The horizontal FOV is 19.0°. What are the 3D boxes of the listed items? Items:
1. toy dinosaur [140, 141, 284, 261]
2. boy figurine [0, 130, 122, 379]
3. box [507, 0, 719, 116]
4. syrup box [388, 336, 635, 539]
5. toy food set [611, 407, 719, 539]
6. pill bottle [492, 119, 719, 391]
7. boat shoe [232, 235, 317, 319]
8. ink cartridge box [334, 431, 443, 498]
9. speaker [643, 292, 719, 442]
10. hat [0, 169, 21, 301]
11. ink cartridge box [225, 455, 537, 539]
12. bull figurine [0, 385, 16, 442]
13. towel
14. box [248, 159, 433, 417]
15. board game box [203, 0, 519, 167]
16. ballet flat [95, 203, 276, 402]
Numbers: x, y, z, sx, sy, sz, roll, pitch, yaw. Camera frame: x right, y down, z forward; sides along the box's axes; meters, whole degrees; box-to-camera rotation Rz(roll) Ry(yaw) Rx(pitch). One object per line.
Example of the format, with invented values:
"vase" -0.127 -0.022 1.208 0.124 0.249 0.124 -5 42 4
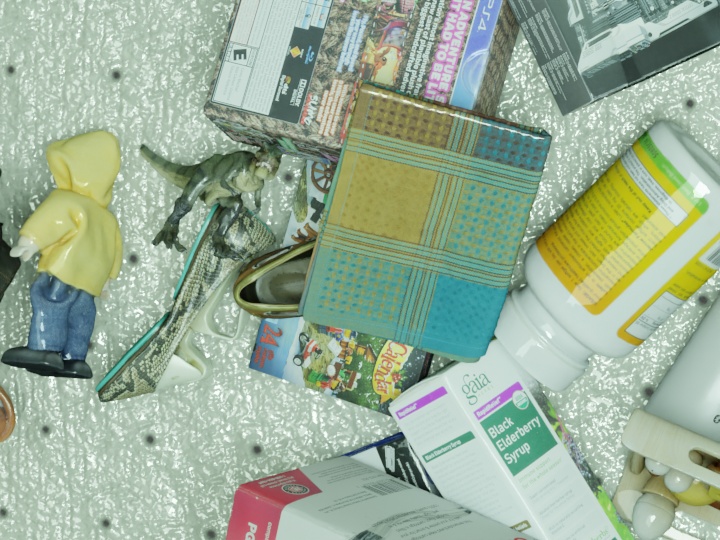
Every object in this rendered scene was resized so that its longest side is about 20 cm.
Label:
"toy dinosaur" -0.119 -0.056 1.669 0.200 0.047 0.088 3 78 52
"boy figurine" -0.236 -0.017 1.718 0.064 0.124 0.200 2 81 30
"box" 0.175 -0.234 1.568 0.158 0.050 0.200 -25 89 -26
"syrup box" 0.117 0.158 1.645 0.081 0.079 0.200 -32 89 50
"toy food set" 0.254 0.173 1.574 0.143 0.200 0.060 23 74 12
"pill bottle" 0.192 -0.006 1.604 0.111 0.111 0.200 46 105 6
"boat shoe" 0.000 0.000 1.638 0.200 0.068 0.072 -19 91 16
"ink cartridge box" 0.040 0.233 1.707 0.094 0.044 0.200 -23 90 18
"speaker" 0.296 0.044 1.598 0.081 0.081 0.200 33 104 9
"hat" -0.326 0.009 1.736 0.081 0.201 0.201 37 107 -24
"ink cartridge box" 0.020 0.217 1.586 0.200 0.145 0.085 21 106 31
"bull figurine" -0.381 0.125 1.797 0.200 0.065 0.122 -20 86 13
"towel" 0.045 -0.032 1.563 0.146 0.022 0.200 15 121 0
"box" 0.004 0.002 1.693 0.136 0.038 0.200 18 101 13
"board game box" 0.005 -0.159 1.622 0.200 0.097 0.160 15 84 12
"ballet flat" -0.133 0.041 1.724 0.075 0.068 0.200 34 100 0
